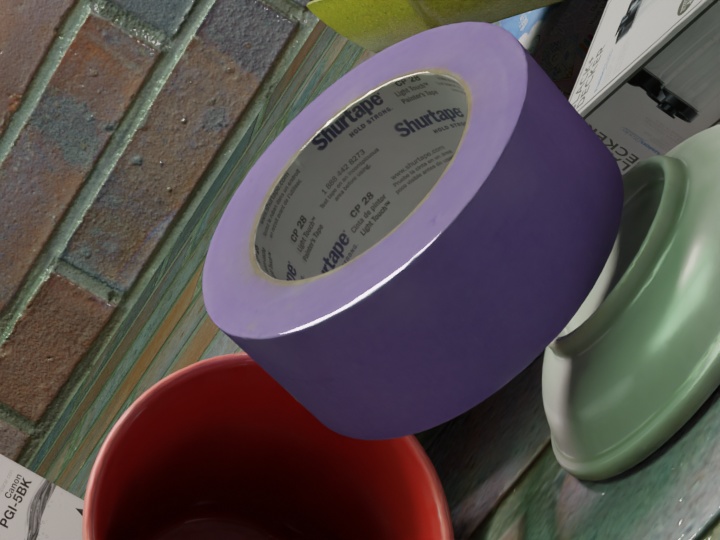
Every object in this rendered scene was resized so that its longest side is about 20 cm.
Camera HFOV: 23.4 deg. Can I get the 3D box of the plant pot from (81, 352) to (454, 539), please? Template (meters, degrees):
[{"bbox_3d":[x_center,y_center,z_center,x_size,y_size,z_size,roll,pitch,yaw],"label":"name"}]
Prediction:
[{"bbox_3d":[-0.064,0.171,0.957,0.177,0.200,0.201,117,178,-59],"label":"plant pot"}]

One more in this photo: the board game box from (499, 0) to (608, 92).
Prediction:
[{"bbox_3d":[0.179,-0.238,1.297,0.199,0.043,0.200,-57,11,18],"label":"board game box"}]

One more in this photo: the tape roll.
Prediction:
[{"bbox_3d":[0.024,-0.021,0.856,0.200,0.085,0.200,-32,32,23],"label":"tape roll"}]

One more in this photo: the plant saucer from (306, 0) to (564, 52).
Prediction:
[{"bbox_3d":[0.086,-0.191,1.164,0.200,0.048,0.200,-18,8,-17],"label":"plant saucer"}]

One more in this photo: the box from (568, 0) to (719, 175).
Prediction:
[{"bbox_3d":[0.192,-0.140,0.925,0.200,0.060,0.117,-43,19,57],"label":"box"}]

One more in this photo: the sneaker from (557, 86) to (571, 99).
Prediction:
[{"bbox_3d":[0.061,-0.125,1.122,0.200,0.115,0.076,23,87,45],"label":"sneaker"}]

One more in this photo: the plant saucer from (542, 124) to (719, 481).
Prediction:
[{"bbox_3d":[0.135,0.002,0.829,0.200,0.050,0.200,-55,11,17],"label":"plant saucer"}]

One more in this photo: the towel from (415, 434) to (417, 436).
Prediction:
[{"bbox_3d":[0.021,0.062,1.022,0.200,0.146,0.022,-49,60,44],"label":"towel"}]

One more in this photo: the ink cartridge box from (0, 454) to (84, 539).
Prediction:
[{"bbox_3d":[-0.361,0.305,1.872,0.083,0.200,0.147,-45,18,51],"label":"ink cartridge box"}]
